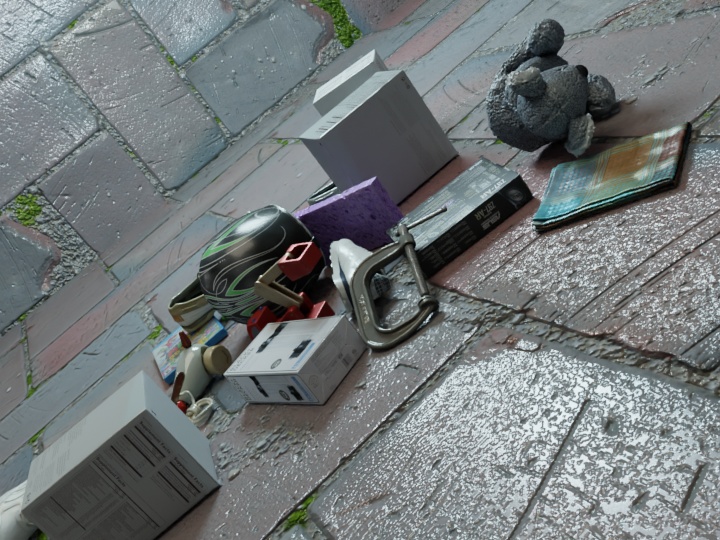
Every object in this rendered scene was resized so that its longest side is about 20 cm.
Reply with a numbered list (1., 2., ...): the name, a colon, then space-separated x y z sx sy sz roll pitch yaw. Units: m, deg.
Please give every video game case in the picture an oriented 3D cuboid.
1. video game case: -0.333 0.139 1.647 0.143 0.018 0.200 -42 21 -8

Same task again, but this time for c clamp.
1. c clamp: 0.058 0.012 1.184 0.171 0.027 0.200 -26 45 19

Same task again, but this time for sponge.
1. sponge: -0.021 -0.079 1.461 0.200 0.112 0.030 -19 28 39

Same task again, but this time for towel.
1. towel: 0.326 -0.124 1.117 0.200 0.022 0.147 -19 28 40

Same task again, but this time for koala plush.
1. koala plush: 0.274 -0.245 1.246 0.184 0.177 0.200 -43 13 15

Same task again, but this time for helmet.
1. helmet: -0.176 0.000 1.448 0.191 0.200 0.200 -41 20 -18

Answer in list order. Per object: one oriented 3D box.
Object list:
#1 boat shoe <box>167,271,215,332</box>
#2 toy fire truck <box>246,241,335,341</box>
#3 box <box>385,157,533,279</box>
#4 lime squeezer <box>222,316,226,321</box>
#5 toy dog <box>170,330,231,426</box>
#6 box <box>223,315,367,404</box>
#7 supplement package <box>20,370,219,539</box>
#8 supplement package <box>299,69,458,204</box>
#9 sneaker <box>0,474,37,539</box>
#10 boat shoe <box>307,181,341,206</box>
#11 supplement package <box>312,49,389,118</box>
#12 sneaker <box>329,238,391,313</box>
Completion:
1. boat shoe: -0.283 0.030 1.648 0.200 0.068 0.075 -46 40 -9
2. toy fire truck: -0.116 0.046 1.310 0.200 0.141 0.049 -21 26 37
3. box: 0.145 -0.085 1.297 0.200 0.044 0.160 -38 21 0
4. lime squeezer: -0.268 0.048 1.727 0.071 0.038 0.200 -69 22 5
5. toy dog: -0.297 0.177 1.395 0.132 0.096 0.200 -29 22 22
6. box: -0.096 0.129 1.217 0.200 0.060 0.117 -10 34 52
7. supplement package: -0.322 0.273 1.153 0.200 0.151 0.152 -40 20 -4
8. supplement package: 0.032 -0.235 1.591 0.200 0.191 0.147 -40 20 -8
9. sneaker: -0.523 0.371 1.391 0.099 0.078 0.200 -19 28 34
10. boat shoe: -0.020 -0.180 1.731 0.201 0.072 0.070 -38 21 1
11. supplement package: 0.022 -0.327 1.789 0.156 0.200 0.111 -31 21 17
12. sneaker: 0.000 0.000 1.339 0.080 0.077 0.200 -24 26 4
